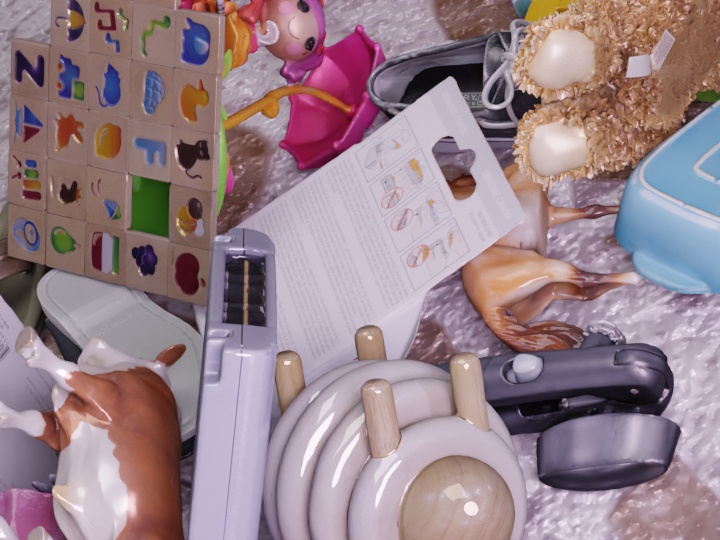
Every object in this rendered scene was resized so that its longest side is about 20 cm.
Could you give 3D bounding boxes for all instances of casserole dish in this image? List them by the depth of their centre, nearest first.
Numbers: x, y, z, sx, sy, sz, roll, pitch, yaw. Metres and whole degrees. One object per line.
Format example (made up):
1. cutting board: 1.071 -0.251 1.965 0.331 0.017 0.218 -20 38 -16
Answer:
1. casserole dish: 0.221 -0.058 1.231 0.200 0.039 0.121 -37 42 -26

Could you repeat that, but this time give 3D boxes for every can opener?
1. can opener: 0.071 0.068 1.198 0.199 0.063 0.079 -2 46 31

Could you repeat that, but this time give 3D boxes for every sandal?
1. sandal: -0.234 -0.005 1.481 0.080 0.057 0.201 -9 42 25

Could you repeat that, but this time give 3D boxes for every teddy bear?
1. teddy bear: 0.147 -0.120 1.250 0.067 0.145 0.200 22 56 42

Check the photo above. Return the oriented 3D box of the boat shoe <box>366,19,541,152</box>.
1. boat shoe: 0.096 -0.113 1.363 0.199 0.068 0.074 2 72 35

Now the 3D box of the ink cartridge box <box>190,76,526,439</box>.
1. ink cartridge box: 0.000 0.000 1.312 0.200 0.057 0.163 -32 37 7

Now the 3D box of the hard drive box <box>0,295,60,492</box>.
1. hard drive box: -0.253 0.118 1.278 0.077 0.156 0.200 11 52 40

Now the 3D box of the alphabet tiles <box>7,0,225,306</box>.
1. alphabet tiles: -0.144 -0.091 1.346 0.167 0.201 0.008 13 16 37

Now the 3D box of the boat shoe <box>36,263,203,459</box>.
1. boat shoe: -0.128 0.060 1.340 0.075 0.060 0.200 -22 34 -10

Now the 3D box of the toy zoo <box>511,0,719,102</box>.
1. toy zoo: 0.176 -0.157 1.415 0.200 0.020 0.131 7 51 38

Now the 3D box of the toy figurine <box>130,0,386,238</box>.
1. toy figurine: -0.070 -0.126 1.415 0.184 0.201 0.150 -18 9 -40

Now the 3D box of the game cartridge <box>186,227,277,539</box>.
1. game cartridge: -0.064 0.069 1.145 0.040 0.134 0.200 9 17 -5

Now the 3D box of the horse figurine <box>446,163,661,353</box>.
1. horse figurine: 0.101 -0.013 1.281 0.132 0.050 0.200 -12 38 11

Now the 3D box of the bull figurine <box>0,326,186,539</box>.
1. bull figurine: -0.133 0.099 1.175 0.065 0.121 0.200 -39 45 28

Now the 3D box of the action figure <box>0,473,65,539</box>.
1. action figure: -0.172 0.214 1.191 0.134 0.149 0.200 -42 50 32

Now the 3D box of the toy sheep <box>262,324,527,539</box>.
1. toy sheep: 0.012 0.102 1.144 0.138 0.138 0.200 -42 23 -15
